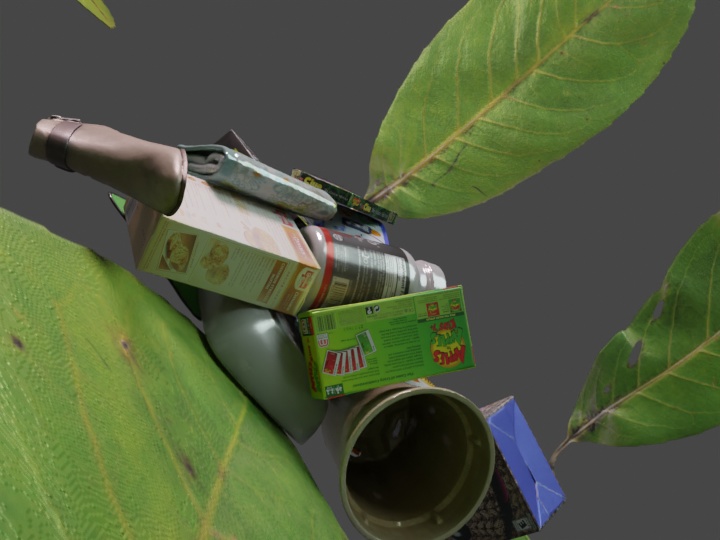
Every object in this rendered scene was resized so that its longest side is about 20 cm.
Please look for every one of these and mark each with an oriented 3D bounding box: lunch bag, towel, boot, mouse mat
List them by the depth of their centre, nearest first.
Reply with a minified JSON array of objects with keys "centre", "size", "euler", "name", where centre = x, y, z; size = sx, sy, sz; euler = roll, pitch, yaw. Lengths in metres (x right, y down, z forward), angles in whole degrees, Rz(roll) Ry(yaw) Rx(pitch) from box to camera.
[{"centre":[-0.259,-0.111,0.865],"size":[0.146,0.071,0.200],"euler":[16,5,-22],"name":"boot"},{"centre":[-0.236,-0.009,1.081],"size":[0.200,0.008,0.161],"euler":[54,3,12],"name":"mouse mat"},{"centre":[-0.145,-0.120,1.131],"size":[0.171,0.048,0.200],"euler":[18,1,-32],"name":"towel"},{"centre":[0.000,0.000,1.268],"size":[0.200,0.124,0.170],"euler":[52,12,-18],"name":"lunch bag"}]

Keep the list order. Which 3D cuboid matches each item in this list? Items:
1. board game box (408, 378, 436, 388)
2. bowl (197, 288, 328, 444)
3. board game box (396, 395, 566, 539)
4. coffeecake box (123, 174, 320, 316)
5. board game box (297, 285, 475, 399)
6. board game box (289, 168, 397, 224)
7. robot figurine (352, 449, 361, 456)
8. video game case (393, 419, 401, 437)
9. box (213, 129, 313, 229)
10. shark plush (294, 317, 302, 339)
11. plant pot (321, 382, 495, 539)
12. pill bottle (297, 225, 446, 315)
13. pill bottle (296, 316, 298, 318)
[{"centre":[0.036,0.159,1.293],"size":[0.126,0.035,0.200],"euler":[44,14,36],"name":"board game box"},{"centre":[-0.111,0.094,1.054],"size":[0.200,0.074,0.200],"euler":[52,5,-28],"name":"bowl"},{"centre":[0.151,0.290,1.178],"size":[0.097,0.200,0.160],"euler":[-20,81,-53],"name":"board game box"},{"centre":[-0.165,-0.039,1.005],"size":[0.199,0.073,0.154],"euler":[19,21,-30],"name":"coffeecake box"},{"centre":[0.033,0.084,1.015],"size":[0.048,0.199,0.102],"euler":[165,-84,-68],"name":"board game box"},{"centre":[-0.021,-0.107,1.267],"size":[0.104,0.024,0.200],"euler":[22,3,20],"name":"board game box"},{"centre":[-0.037,0.193,1.268],"size":[0.200,0.058,0.145],"euler":[51,3,-14],"name":"robot figurine"},{"centre":[0.089,0.280,1.321],"size":[0.200,0.018,0.144],"euler":[34,-40,24],"name":"video game case"},{"centre":[-0.137,-0.111,1.371],"size":[0.194,0.047,0.200],"euler":[54,2,20],"name":"box"},{"centre":[-0.026,0.091,1.109],"size":[0.083,0.091,0.200],"euler":[22,3,12],"name":"shark plush"},{"centre":[0.038,0.217,1.078],"size":[0.201,0.200,0.183],"euler":[51,-9,-22],"name":"plant pot"},{"centre":[0.004,0.018,1.111],"size":[0.199,0.116,0.116],"euler":[14,23,-28],"name":"pill bottle"},{"centre":[-0.056,0.124,1.392],"size":[0.200,0.104,0.104],"euler":[51,2,-5],"name":"pill bottle"}]
